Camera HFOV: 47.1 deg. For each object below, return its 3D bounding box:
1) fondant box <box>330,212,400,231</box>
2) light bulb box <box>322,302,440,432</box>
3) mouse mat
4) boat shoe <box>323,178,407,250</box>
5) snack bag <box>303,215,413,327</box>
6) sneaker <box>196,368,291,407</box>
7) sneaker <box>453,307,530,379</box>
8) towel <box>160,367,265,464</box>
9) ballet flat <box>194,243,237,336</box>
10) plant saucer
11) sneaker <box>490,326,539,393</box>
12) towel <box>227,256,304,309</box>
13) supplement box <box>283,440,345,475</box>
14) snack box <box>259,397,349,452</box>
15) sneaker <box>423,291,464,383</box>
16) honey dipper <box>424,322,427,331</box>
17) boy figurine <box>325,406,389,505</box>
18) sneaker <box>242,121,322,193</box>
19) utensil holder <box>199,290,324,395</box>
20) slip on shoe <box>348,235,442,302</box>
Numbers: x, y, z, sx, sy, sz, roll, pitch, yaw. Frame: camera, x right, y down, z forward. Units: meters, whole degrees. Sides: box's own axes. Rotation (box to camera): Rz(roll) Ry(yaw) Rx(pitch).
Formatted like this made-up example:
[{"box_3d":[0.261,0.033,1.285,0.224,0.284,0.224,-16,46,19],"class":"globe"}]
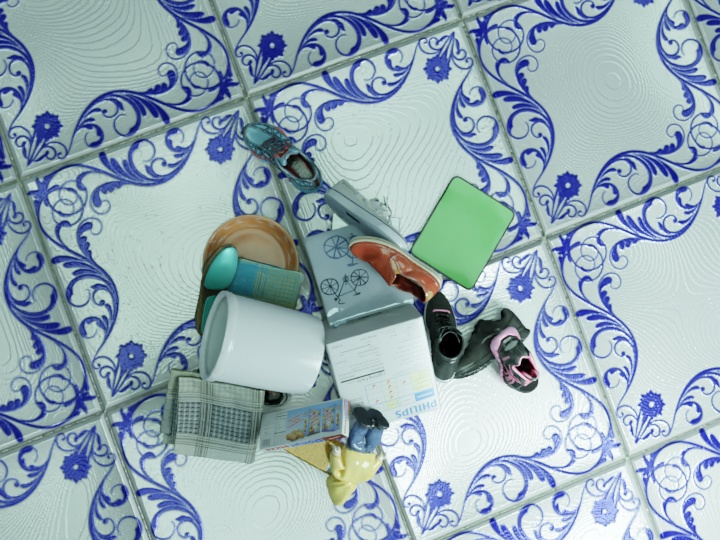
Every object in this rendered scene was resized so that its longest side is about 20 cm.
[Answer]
[{"box_3d":[0.005,-0.013,1.713,0.142,0.058,0.203,4,87,-5],"class":"fondant box"},{"box_3d":[0.037,0.188,1.644,0.196,0.125,0.202,-15,108,-5],"class":"light bulb box"},{"box_3d":[0.218,-0.080,1.759,0.160,0.008,0.201,32,84,-3],"class":"mouse mat"},{"box_3d":[0.027,-0.118,1.648,0.201,0.075,0.086,36,70,19],"class":"boat shoe"},{"box_3d":[0.000,0.000,1.651,0.187,0.021,0.202,-16,73,-8],"class":"snack bag"},{"box_3d":[-0.235,0.228,1.670,0.198,0.080,0.075,13,88,-2],"class":"sneaker"},{"box_3d":[0.255,0.154,1.725,0.199,0.076,0.091,-33,80,-12],"class":"sneaker"},{"box_3d":[-0.296,0.294,1.640,0.198,0.035,0.194,12,118,-2],"class":"towel"},{"box_3d":[-0.294,0.032,1.641,0.067,0.072,0.202,1,111,-34],"class":"ballet flat"},{"box_3d":[-0.226,-0.013,1.705,0.198,0.037,0.203,0,88,-5],"class":"plant saucer"},{"box_3d":[0.328,0.202,1.668,0.079,0.200,0.095,-40,46,-5],"class":"sneaker"},{"box_3d":[-0.207,0.081,1.673,0.145,0.022,0.202,14,103,-7],"class":"towel"},{"box_3d":[-0.088,0.361,1.681,0.199,0.067,0.069,28,85,-3],"class":"supplement box"},{"box_3d":[-0.110,0.299,1.591,0.198,0.024,0.073,-17,55,29],"class":"snack box"},{"box_3d":[0.174,0.116,1.671,0.070,0.099,0.202,3,60,-8],"class":"sneaker"},{"box_3d":[0.055,0.115,1.724,0.198,0.038,0.038,3,87,-9],"class":"honey dipper"},{"box_3d":[-0.008,0.364,1.595,0.123,0.065,0.202,8,115,-30],"class":"boy figurine"},{"box_3d":[-0.155,-0.243,1.693,0.199,0.096,0.080,36,84,-2],"class":"sneaker"},{"box_3d":[-0.189,0.143,1.584,0.198,0.170,0.172,14,85,-24],"class":"utensil holder"},{"box_3d":[0.063,-0.004,1.603,0.199,0.074,0.061,30,58,3],"class":"slip on shoe"}]
